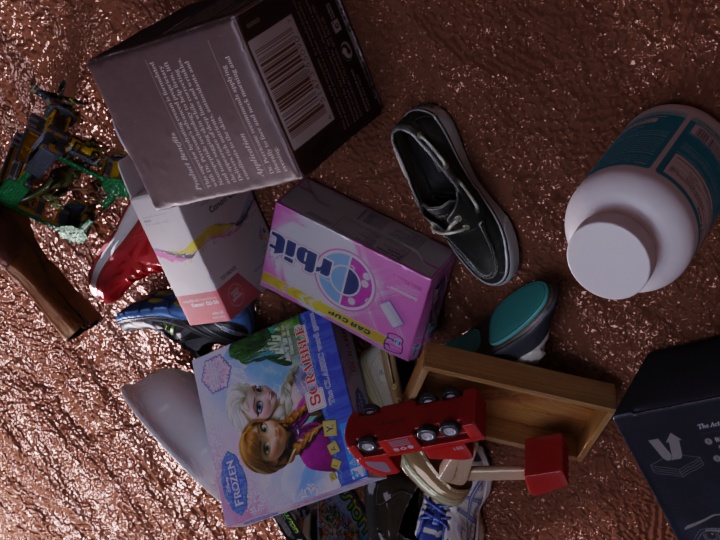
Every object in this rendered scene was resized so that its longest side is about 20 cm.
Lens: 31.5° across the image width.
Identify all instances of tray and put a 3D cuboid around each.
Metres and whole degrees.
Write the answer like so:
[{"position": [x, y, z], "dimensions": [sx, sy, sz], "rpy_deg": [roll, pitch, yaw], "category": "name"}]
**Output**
[{"position": [0.149, 0.134, 1.306], "dimensions": [0.199, 0.037, 0.099], "rpy_deg": [14, 138, -5], "category": "tray"}]

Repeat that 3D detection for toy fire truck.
[{"position": [0.099, 0.182, 1.303], "dimensions": [0.199, 0.049, 0.141], "rpy_deg": [-14, 133, 23], "category": "toy fire truck"}]

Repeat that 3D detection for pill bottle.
[{"position": [0.240, -0.055, 1.075], "dimensions": [0.110, 0.200, 0.111], "rpy_deg": [17, 126, 24], "category": "pill bottle"}]

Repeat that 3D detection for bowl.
[{"position": [-0.192, 0.185, 1.558], "dimensions": [0.201, 0.090, 0.201], "rpy_deg": [47, 175, 5], "category": "bowl"}]

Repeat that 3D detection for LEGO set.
[{"position": [-0.333, -0.133, 1.482], "dimensions": [0.153, 0.116, 0.200], "rpy_deg": [22, 146, -18], "category": "LEGO set"}]

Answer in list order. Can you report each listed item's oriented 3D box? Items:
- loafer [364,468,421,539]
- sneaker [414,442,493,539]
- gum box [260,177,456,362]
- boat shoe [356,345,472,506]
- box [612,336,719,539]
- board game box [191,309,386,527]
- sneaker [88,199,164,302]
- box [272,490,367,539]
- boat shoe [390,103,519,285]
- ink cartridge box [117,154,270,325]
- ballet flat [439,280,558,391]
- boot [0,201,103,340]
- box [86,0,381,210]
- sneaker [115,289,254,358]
[{"position": [0.048, 0.321, 1.526], "dimensions": [0.071, 0.073, 0.201], "rpy_deg": [11, 124, 29], "category": "loafer"}, {"position": [0.102, 0.272, 1.452], "dimensions": [0.075, 0.088, 0.201], "rpy_deg": [11, 123, 29], "category": "sneaker"}, {"position": [0.000, 0.000, 1.356], "dimensions": [0.199, 0.066, 0.114], "rpy_deg": [27, 129, 16], "category": "gum box"}, {"position": [0.065, 0.158, 1.383], "dimensions": [0.066, 0.074, 0.200], "rpy_deg": [-45, 69, 34], "category": "boat shoe"}, {"position": [0.375, 0.167, 1.186], "dimensions": [0.196, 0.117, 0.201], "rpy_deg": [-18, 109, 39], "category": "box"}, {"position": [-0.084, 0.163, 1.425], "dimensions": [0.199, 0.041, 0.201], "rpy_deg": [-24, 70, 27], "category": "board game box"}, {"position": [-0.244, -0.005, 1.506], "dimensions": [0.115, 0.078, 0.200], "rpy_deg": [40, 133, 7], "category": "sneaker"}, {"position": [-0.035, 0.320, 1.556], "dimensions": [0.035, 0.110, 0.201], "rpy_deg": [-19, 108, 39], "category": "box"}, {"position": [0.088, -0.064, 1.260], "dimensions": [0.071, 0.064, 0.201], "rpy_deg": [-20, 106, 40], "category": "boat shoe"}, {"position": [-0.172, -0.056, 1.398], "dimensions": [0.067, 0.116, 0.201], "rpy_deg": [-8, 114, 37], "category": "ink cartridge box"}, {"position": [0.146, 0.077, 1.318], "dimensions": [0.073, 0.073, 0.200], "rpy_deg": [49, 127, -4], "category": "ballet flat"}, {"position": [-0.378, -0.015, 1.530], "dimensions": [0.200, 0.188, 0.068], "rpy_deg": [44, 97, -5], "category": "boot"}, {"position": [-0.120, -0.179, 1.253], "dimensions": [0.199, 0.164, 0.167], "rpy_deg": [-8, 115, 36], "category": "box"}, {"position": [-0.214, 0.069, 1.537], "dimensions": [0.199, 0.071, 0.083], "rpy_deg": [2, 114, 28], "category": "sneaker"}]
